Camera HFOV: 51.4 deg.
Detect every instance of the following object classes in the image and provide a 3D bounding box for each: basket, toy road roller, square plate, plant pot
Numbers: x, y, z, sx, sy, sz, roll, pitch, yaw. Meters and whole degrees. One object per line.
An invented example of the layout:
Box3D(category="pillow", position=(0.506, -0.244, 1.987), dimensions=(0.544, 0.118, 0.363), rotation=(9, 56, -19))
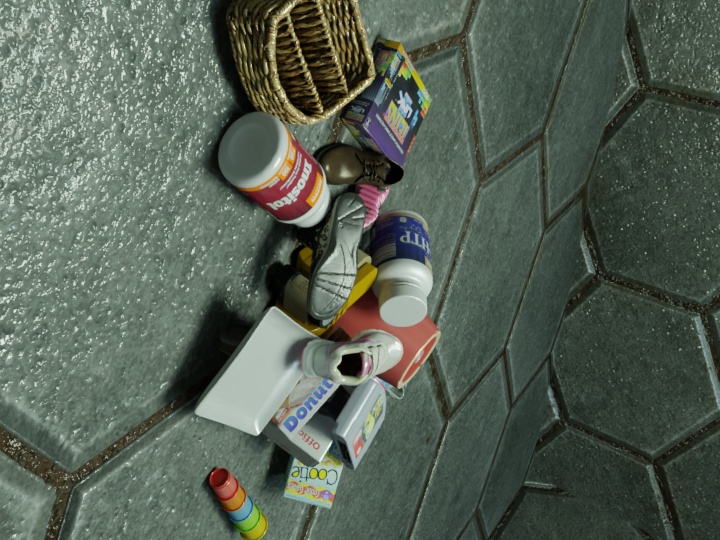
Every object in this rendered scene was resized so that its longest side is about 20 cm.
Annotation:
Box3D(category="basket", position=(-0.079, -0.299, 1.031), dimensions=(0.202, 0.145, 0.145), rotation=(71, 34, -52))
Box3D(category="toy road roller", position=(-0.072, 0.046, 1.340), dimensions=(0.199, 0.121, 0.148), rotation=(-41, 156, -41))
Box3D(category="square plate", position=(-0.161, 0.163, 1.205), dimensions=(0.200, 0.028, 0.200), rotation=(-54, 150, -4))
Box3D(category="plant pot", position=(0.053, 0.123, 1.492), dimensions=(0.201, 0.176, 0.202), rotation=(-47, 163, -19))

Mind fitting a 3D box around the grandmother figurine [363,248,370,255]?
Box3D(category="grandmother figurine", position=(0.000, 0.000, 1.507), dimensions=(0.199, 0.060, 0.122), rotation=(-39, 167, -49))

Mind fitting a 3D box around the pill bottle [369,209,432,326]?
Box3D(category="pill bottle", position=(0.076, -0.003, 1.404), dimensions=(0.121, 0.116, 0.204), rotation=(74, 11, -49))

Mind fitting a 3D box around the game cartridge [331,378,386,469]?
Box3D(category="game cartridge", position=(0.002, 0.277, 1.377), dimensions=(0.135, 0.040, 0.202), rotation=(-61, 161, -25))

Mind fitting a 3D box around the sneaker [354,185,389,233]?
Box3D(category="sneaker", position=(-0.004, -0.097, 1.398), dimensions=(0.201, 0.078, 0.097), rotation=(-52, 166, -52))

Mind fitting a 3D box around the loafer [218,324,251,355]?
Box3D(category="loafer", position=(-0.172, 0.142, 1.259), dimensions=(0.199, 0.072, 0.073), rotation=(22, 91, -61))

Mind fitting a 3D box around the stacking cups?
Box3D(category="stacking cups", position=(-0.224, 0.430, 1.368), dimensions=(0.061, 0.059, 0.202), rotation=(-53, 148, -28))

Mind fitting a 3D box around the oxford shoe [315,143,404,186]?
Box3D(category="oxford shoe", position=(0.002, -0.186, 1.329), dimensions=(0.197, 0.083, 0.075), rotation=(-5, 103, -42))

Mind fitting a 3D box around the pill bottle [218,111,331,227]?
Box3D(category="pill bottle", position=(-0.119, -0.142, 1.125), dimensions=(0.115, 0.111, 0.200), rotation=(-65, 152, -8))

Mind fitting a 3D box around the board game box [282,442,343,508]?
Box3D(category="board game box", position=(-0.080, 0.348, 1.494), dimensions=(0.105, 0.100, 0.205), rotation=(-110, -144, -79))

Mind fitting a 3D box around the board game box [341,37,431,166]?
Box3D(category="board game box", position=(0.054, -0.303, 1.399), dimensions=(0.169, 0.056, 0.200), rotation=(-67, 153, -8))

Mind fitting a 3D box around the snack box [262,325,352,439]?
Box3D(category="snack box", position=(-0.079, 0.196, 1.315), dimensions=(0.200, 0.072, 0.024), rotation=(-47, 179, -12))

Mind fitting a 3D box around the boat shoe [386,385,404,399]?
Box3D(category="boat shoe", position=(0.063, 0.243, 1.765), dimensions=(0.075, 0.066, 0.201), rotation=(-60, 151, -17))

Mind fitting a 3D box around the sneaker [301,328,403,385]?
Box3D(category="sneaker", position=(0.001, 0.154, 1.262), dimensions=(0.196, 0.087, 0.084), rotation=(-8, 105, -36))

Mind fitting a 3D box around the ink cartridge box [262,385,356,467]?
Box3D(category="ink cartridge box", position=(-0.087, 0.234, 1.381), dimensions=(0.202, 0.144, 0.084), rotation=(-55, -178, -25))

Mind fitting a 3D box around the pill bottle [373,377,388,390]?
Box3D(category="pill bottle", position=(0.025, 0.206, 1.626), dimensions=(0.202, 0.107, 0.110), rotation=(-57, 150, -22))

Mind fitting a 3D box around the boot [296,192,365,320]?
Box3D(category="boot", position=(-0.063, -0.027, 1.249), dimensions=(0.072, 0.153, 0.209), rotation=(16, 87, -26))
